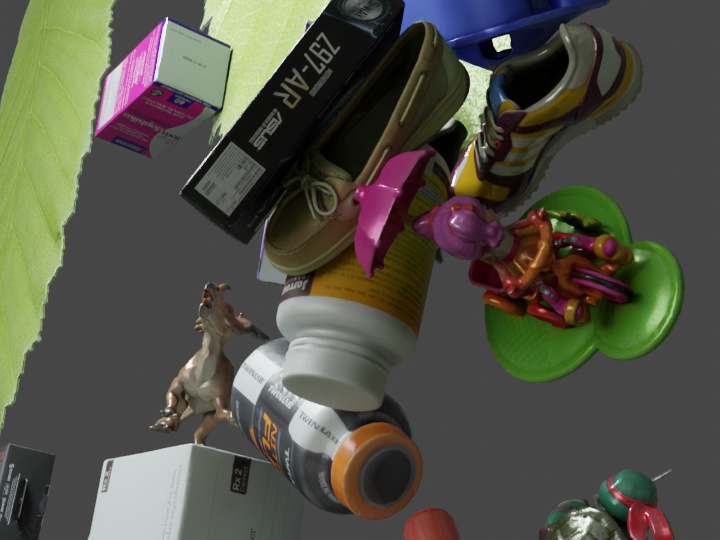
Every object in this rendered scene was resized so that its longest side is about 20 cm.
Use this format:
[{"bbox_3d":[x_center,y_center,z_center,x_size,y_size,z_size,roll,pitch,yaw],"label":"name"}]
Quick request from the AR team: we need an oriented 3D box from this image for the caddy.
[{"bbox_3d":[0.104,-0.206,0.878,0.200,0.140,0.106,-170,63,-70],"label":"caddy"}]

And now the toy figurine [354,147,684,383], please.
[{"bbox_3d":[0.086,-0.013,0.764,0.200,0.183,0.151,17,87,59],"label":"toy figurine"}]

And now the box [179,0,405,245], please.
[{"bbox_3d":[-0.047,-0.114,0.837,0.201,0.043,0.160,-52,-1,-3],"label":"box"}]

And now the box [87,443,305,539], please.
[{"bbox_3d":[-0.162,0.277,1.042,0.199,0.130,0.201,-20,57,52],"label":"box"}]

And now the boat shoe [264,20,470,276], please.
[{"bbox_3d":[-0.005,-0.087,0.802,0.201,0.063,0.073,-47,51,0],"label":"boat shoe"}]

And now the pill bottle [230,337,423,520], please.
[{"bbox_3d":[-0.026,0.132,0.933,0.200,0.106,0.107,27,96,59],"label":"pill bottle"}]

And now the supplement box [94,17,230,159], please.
[{"bbox_3d":[-0.274,-0.245,1.551,0.199,0.101,0.104,-24,54,51],"label":"supplement box"}]

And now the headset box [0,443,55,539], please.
[{"bbox_3d":[-0.512,0.337,1.616,0.199,0.075,0.150,-23,53,51],"label":"headset box"}]

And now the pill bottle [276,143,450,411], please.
[{"bbox_3d":[0.000,0.000,0.864,0.109,0.109,0.202,-19,52,53],"label":"pill bottle"}]

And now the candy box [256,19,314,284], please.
[{"bbox_3d":[-0.044,-0.103,1.069,0.168,0.071,0.202,115,165,-71],"label":"candy box"}]

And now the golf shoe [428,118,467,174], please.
[{"bbox_3d":[0.043,-0.043,0.961,0.097,0.078,0.202,-10,67,46],"label":"golf shoe"}]

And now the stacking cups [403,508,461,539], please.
[{"bbox_3d":[0.068,0.247,0.761,0.061,0.060,0.201,-51,35,28],"label":"stacking cups"}]

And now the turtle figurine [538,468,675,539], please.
[{"bbox_3d":[0.140,0.183,0.652,0.201,0.100,0.150,-66,31,14],"label":"turtle figurine"}]

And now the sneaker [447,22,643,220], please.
[{"bbox_3d":[0.115,-0.113,0.856,0.200,0.090,0.075,-45,48,33],"label":"sneaker"}]

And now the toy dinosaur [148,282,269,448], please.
[{"bbox_3d":[-0.157,0.109,1.188,0.200,0.085,0.137,127,159,-56],"label":"toy dinosaur"}]
